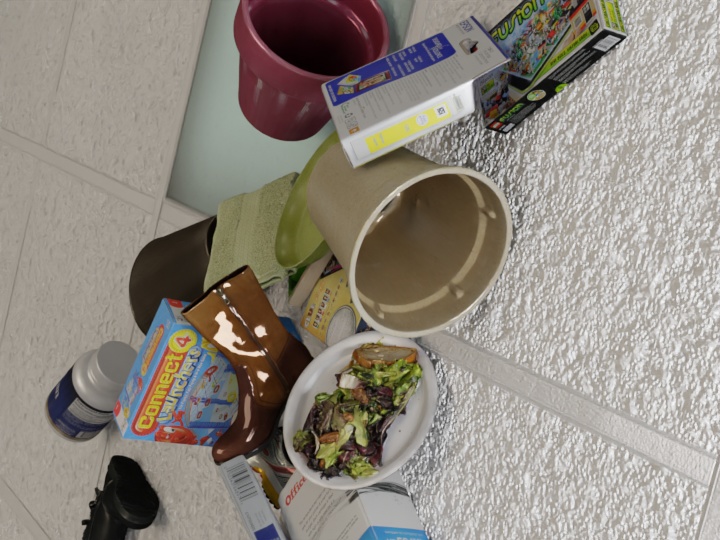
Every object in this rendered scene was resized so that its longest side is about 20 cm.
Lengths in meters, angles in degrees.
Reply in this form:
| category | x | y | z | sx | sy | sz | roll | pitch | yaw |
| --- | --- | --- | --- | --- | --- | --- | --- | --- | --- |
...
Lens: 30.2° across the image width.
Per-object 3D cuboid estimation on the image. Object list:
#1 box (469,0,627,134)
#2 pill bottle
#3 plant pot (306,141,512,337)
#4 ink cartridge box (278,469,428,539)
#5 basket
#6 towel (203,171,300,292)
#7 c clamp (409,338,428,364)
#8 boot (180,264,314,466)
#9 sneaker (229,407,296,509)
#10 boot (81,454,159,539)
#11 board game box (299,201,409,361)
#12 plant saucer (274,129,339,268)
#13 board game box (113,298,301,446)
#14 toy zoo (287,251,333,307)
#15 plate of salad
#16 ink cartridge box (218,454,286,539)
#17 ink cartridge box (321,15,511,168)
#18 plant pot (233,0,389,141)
| category | x | y | z | sx | sy | sz | roll | pitch | yaw |
| --- | --- | --- | --- | --- | --- | --- | --- | --- | --- |
| box | 0.198 | -0.245 | 1.437 | 0.200 | 0.035 | 0.111 | -39 | 50 | 46 |
| pill bottle | -0.446 | 0.200 | 2.241 | 0.200 | 0.111 | 0.112 | -43 | 47 | 43 |
| plant pot | 0.035 | -0.057 | 1.476 | 0.183 | 0.200 | 0.201 | 44 | 118 | 50 |
| ink cartridge box | -0.008 | 0.302 | 1.557 | 0.146 | 0.084 | 0.200 | -57 | 38 | 31 |
| basket | -0.231 | 0.001 | 1.949 | 0.200 | 0.136 | 0.181 | -27 | 47 | 47 |
| towel | -0.142 | -0.043 | 1.784 | 0.148 | 0.037 | 0.201 | -21 | 41 | 25 |
| c clamp | 0.020 | 0.103 | 1.623 | 0.200 | 0.027 | 0.172 | -17 | 67 | 54 |
| boot | -0.158 | 0.123 | 1.673 | 0.188 | 0.200 | 0.068 | -40 | 27 | -10 |
| sneaker | -0.102 | 0.234 | 1.746 | 0.200 | 0.078 | 0.082 | 45 | 112 | 43 |
| boot | -0.390 | 0.408 | 2.134 | 0.163 | 0.073 | 0.198 | -68 | 27 | 14 |
| board game box | 0.000 | 0.000 | 1.652 | 0.135 | 0.034 | 0.201 | 32 | 102 | 58 |
| plant saucer | -0.041 | -0.087 | 1.653 | 0.200 | 0.031 | 0.201 | -46 | 28 | 33 |
| board game box | -0.208 | 0.145 | 1.810 | 0.201 | 0.195 | 0.056 | -63 | 36 | 25 |
| toy zoo | -0.060 | -0.064 | 1.759 | 0.201 | 0.020 | 0.131 | -93 | 28 | -49 |
| plate of salad | -0.006 | 0.154 | 1.529 | 0.199 | 0.048 | 0.201 | -14 | 55 | 21 |
| ink cartridge box | -0.104 | 0.361 | 1.664 | 0.200 | 0.040 | 0.201 | 57 | 168 | 42 |
| ink cartridge box | 0.061 | -0.203 | 1.488 | 0.198 | 0.199 | 0.047 | -107 | -6 | -65 |
| plant pot | -0.080 | -0.273 | 1.752 | 0.179 | 0.199 | 0.201 | 119 | 146 | -53 |
